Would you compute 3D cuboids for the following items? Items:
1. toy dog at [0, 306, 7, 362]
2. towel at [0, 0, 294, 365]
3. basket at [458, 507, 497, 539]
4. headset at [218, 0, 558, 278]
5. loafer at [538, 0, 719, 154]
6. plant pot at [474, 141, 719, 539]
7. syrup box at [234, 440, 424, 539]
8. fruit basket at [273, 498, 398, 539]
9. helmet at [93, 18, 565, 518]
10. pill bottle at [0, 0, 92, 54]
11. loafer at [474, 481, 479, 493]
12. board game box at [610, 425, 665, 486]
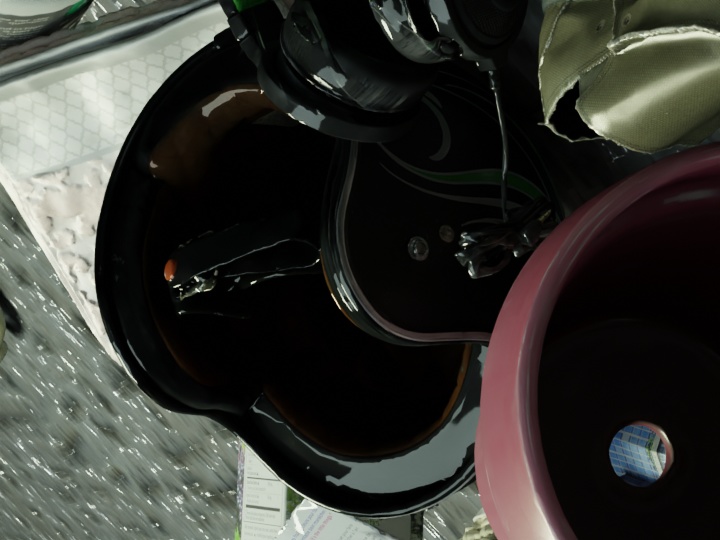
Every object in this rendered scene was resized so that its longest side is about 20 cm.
[{"bbox_3d":[-0.382,0.005,2.160,0.200,0.140,0.194,31,-166,32],"label":"toy dog"},{"bbox_3d":[-0.079,-0.046,1.335,0.200,0.032,0.191,-17,122,26],"label":"towel"},{"bbox_3d":[0.098,0.202,1.501,0.136,0.123,0.200,44,169,1],"label":"basket"},{"bbox_3d":[0.010,-0.090,1.037,0.123,0.094,0.200,-37,86,37],"label":"headset"},{"bbox_3d":[0.118,-0.072,0.945,0.075,0.070,0.200,13,177,-18],"label":"loafer"},{"bbox_3d":[0.129,0.064,1.042,0.200,0.200,0.179,45,162,-2],"label":"plant pot"},{"bbox_3d":[-0.015,0.097,1.431,0.079,0.200,0.081,4,176,-21],"label":"syrup box"},{"bbox_3d":[0.036,0.185,1.309,0.200,0.094,0.185,30,143,-2],"label":"fruit basket"},{"bbox_3d":[0.000,0.000,1.187,0.200,0.200,0.191,24,174,47],"label":"helmet"},{"bbox_3d":[-0.171,-0.168,1.317,0.113,0.113,0.200,46,163,-4],"label":"pill bottle"},{"bbox_3d":[0.064,0.063,1.328,0.071,0.073,0.200,20,130,67],"label":"loafer"},{"bbox_3d":[0.173,0.138,1.252,0.200,0.062,0.200,14,145,55],"label":"board game box"}]
